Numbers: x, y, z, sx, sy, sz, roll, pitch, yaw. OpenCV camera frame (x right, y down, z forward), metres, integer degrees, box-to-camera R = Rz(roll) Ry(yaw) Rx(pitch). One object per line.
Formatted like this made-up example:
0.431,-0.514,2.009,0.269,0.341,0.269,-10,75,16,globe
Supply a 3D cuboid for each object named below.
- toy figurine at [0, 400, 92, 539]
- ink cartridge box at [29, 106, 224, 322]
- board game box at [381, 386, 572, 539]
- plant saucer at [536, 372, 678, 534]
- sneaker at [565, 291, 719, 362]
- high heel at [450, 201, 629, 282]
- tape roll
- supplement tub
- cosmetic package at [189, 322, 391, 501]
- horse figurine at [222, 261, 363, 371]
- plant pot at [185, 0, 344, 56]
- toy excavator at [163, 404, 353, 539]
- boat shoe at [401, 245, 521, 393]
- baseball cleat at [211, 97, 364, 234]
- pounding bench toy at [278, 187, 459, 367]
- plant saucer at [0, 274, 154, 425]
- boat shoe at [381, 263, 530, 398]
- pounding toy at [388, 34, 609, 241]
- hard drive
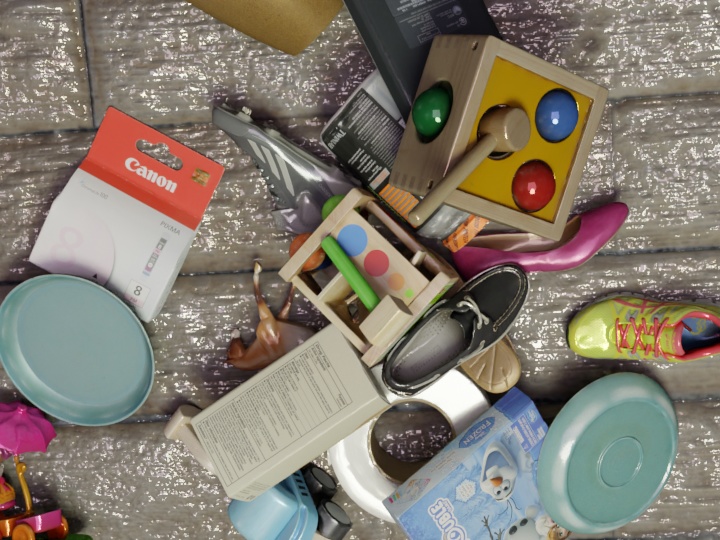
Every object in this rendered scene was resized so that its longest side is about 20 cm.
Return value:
-0.429,0.252,1.237,0.198,0.150,0.187,-11,85,30,toy figurine
-0.274,-0.064,1.195,0.161,0.057,0.202,27,105,-1,ink cartridge box
0.150,0.270,1.160,0.198,0.043,0.201,-38,121,-10,board game box
0.293,0.216,1.172,0.198,0.027,0.203,-8,109,-24,plant saucer
0.334,0.068,1.159,0.197,0.090,0.079,-6,101,6,sneaker
0.202,-0.042,1.161,0.199,0.068,0.096,-32,107,21,high heel
0.060,0.193,1.206,0.200,0.071,0.205,1,100,3,tape roll
0.063,-0.123,1.127,0.200,0.123,0.123,43,99,-5,supplement tub
-0.076,0.158,1.132,0.199,0.071,0.106,-32,69,3,cosmetic package
-0.060,0.068,1.204,0.197,0.050,0.134,10,94,4,horse figurine
-0.114,-0.331,1.087,0.200,0.187,0.186,42,100,-18,plant pot
-0.129,0.252,1.205,0.199,0.195,0.100,33,102,-31,toy excavator
0.113,0.058,1.181,0.074,0.069,0.201,-38,74,10,boat shoe
-0.096,-0.107,1.166,0.199,0.070,0.107,30,100,-1,baseball cleat
0.000,0.000,1.070,0.156,0.200,0.124,44,98,7,pounding bench toy
-0.333,0.091,1.204,0.197,0.027,0.202,5,117,10,plant saucer
0.104,0.062,1.107,0.199,0.060,0.074,-36,78,-3,boat shoe
0.122,-0.119,0.981,0.198,0.142,0.186,16,94,-29,pounding toy
0.078,-0.243,1.075,0.138,0.033,0.202,-25,86,-20,hard drive
